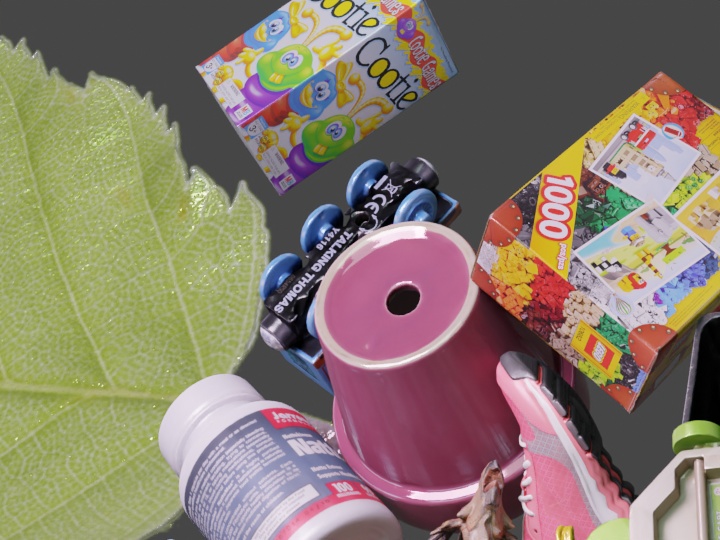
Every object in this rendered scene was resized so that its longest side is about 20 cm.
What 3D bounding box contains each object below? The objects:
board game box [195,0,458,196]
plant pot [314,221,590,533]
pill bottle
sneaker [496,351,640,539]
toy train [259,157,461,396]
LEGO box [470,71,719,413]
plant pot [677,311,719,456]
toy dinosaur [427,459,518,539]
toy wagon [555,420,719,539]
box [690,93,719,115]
[{"bbox_3d":[-0.030,-0.183,1.576,0.199,0.103,0.105,-35,48,-3],"label":"board game box"},{"bbox_3d":[0.055,0.067,1.296,0.198,0.180,0.202,-13,50,16],"label":"plant pot"},{"bbox_3d":[-0.068,0.170,1.315,0.119,0.120,0.200,-40,49,-8],"label":"pill bottle"},{"bbox_3d":[0.138,0.154,1.207,0.086,0.074,0.201,-32,91,13],"label":"sneaker"},{"bbox_3d":[0.000,0.000,1.416,0.086,0.115,0.200,32,73,36],"label":"toy train"},{"bbox_3d":[0.197,-0.023,1.204,0.149,0.078,0.200,39,58,18],"label":"LEGO box"},{"bbox_3d":[0.316,0.157,1.104,0.197,0.178,0.202,-1,56,24],"label":"plant pot"},{"bbox_3d":[0.050,0.235,1.237,0.199,0.086,0.136,-35,31,30],"label":"toy dinosaur"},{"bbox_3d":[0.211,0.161,1.007,0.198,0.040,0.157,-10,51,20],"label":"toy wagon"},{"bbox_3d":[0.281,-0.045,1.293,0.199,0.041,0.120,30,102,17],"label":"box"}]
